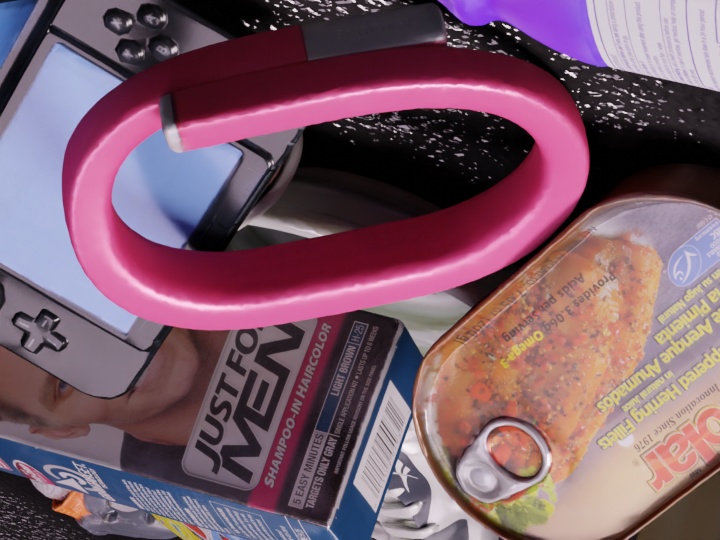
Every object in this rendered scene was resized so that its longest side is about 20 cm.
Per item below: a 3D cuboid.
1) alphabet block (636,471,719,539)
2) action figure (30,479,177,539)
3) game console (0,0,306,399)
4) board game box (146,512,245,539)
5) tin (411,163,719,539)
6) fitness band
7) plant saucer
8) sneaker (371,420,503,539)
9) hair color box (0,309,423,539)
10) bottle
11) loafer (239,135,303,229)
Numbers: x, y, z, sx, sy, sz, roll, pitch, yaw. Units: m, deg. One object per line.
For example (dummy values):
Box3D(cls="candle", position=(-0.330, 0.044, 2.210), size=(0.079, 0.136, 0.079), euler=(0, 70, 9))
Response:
Box3D(cls="alphabet block", position=(0.238, 0.187, 1.359), size=(0.195, 0.201, 0.196), euler=(6, 157, 39))
Box3D(cls="action figure", position=(-0.097, 0.122, 1.692), size=(0.193, 0.105, 0.200), euler=(14, 166, -12))
Box3D(cls="game console", position=(-0.141, -0.023, 1.143), size=(0.175, 0.117, 0.200), euler=(31, 129, -7))
Box3D(cls="board game box", position=(-0.114, 0.075, 1.474), size=(0.200, 0.034, 0.136), euler=(34, 159, 19))
Box3D(cls="tin", position=(0.103, 0.037, 1.174), size=(0.112, 0.042, 0.200), euler=(49, 130, 1))
Box3D(cls="fitness band", position=(-0.013, -0.034, 1.121), size=(0.199, 0.038, 0.144), euler=(-10, 144, 0))
Box3D(cls="plant saucer", position=(0.000, 0.000, 1.309), size=(0.199, 0.050, 0.200), euler=(19, 162, 6))
Box3D(cls="sneaker", position=(0.024, 0.126, 1.448), size=(0.079, 0.130, 0.199), euler=(26, -173, 39))
Box3D(cls="hair color box", position=(-0.081, 0.053, 1.307), size=(0.199, 0.100, 0.061), euler=(13, 161, 20))
Box3D(cls="bottle", position=(0.086, -0.097, 0.908), size=(0.199, 0.066, 0.084), euler=(14, 161, 19))
Box3D(cls="loafer", position=(-0.110, -0.048, 1.246), size=(0.200, 0.072, 0.063), euler=(-2, 152, 48))
